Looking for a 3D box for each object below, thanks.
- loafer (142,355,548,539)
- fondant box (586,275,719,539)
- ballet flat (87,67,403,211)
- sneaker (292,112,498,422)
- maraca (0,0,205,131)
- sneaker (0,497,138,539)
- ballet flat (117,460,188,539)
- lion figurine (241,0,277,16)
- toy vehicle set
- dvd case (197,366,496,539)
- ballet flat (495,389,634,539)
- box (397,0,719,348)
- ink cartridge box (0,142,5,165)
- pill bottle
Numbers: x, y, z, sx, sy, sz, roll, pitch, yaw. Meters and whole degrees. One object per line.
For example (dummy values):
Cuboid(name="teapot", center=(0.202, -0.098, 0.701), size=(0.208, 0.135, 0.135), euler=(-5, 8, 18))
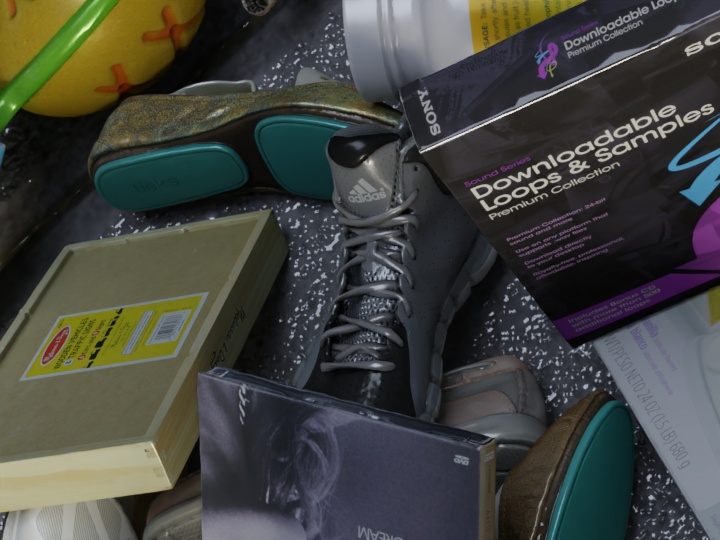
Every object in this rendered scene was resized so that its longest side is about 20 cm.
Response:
Cuboid(name="loafer", center=(-0.006, 0.093, 0.910), size=(0.199, 0.072, 0.063), euler=(-15, 45, 10))
Cuboid(name="fondant box", center=(0.217, 0.033, 0.836), size=(0.199, 0.058, 0.145), euler=(-33, 58, 6))
Cuboid(name="ballet flat", center=(-0.047, -0.072, 1.000), size=(0.199, 0.071, 0.071), euler=(-4, 66, 22))
Cuboid(name="sneaker", center=(0.000, 0.000, 0.870), size=(0.075, 0.116, 0.201), euler=(1, 45, 25))
Cuboid(name="maraca", center=(-0.155, -0.131, 1.044), size=(0.107, 0.137, 0.200), euler=(41, 103, -10))
Cuboid(name="sneaker", center=(-0.099, 0.178, 0.856), size=(0.115, 0.075, 0.202), euler=(-27, 73, 58))
Cuboid(name="ballet flat", center=(-0.139, 0.151, 0.938), size=(0.068, 0.063, 0.201), euler=(10, 72, 29))
Cuboid(name="lion figurine", center=(0.001, -0.193, 1.031), size=(0.199, 0.073, 0.123), euler=(6, 41, 11))
Cuboid(name="toy vehicle set", center=(-0.119, 0.041, 0.935), size=(0.124, 0.027, 0.200), euler=(-9, 29, 21))
Cuboid(name="dvd case", center=(-0.009, 0.151, 0.825), size=(0.148, 0.016, 0.201), euler=(12, 110, 35))
Cuboid(name="ballet flat", center=(0.072, 0.150, 0.846), size=(0.072, 0.068, 0.201), euler=(-2, 77, 37))
Cuboid(name="box", center=(0.115, -0.044, 0.765), size=(0.142, 0.200, 0.036), euler=(-25, 58, 13))
Cuboid(name="ink cartridge box", center=(-0.300, 0.007, 0.985), size=(0.146, 0.146, 0.201), euler=(23, 105, 30))
Cuboid(name="pill bottle", center=(0.096, -0.126, 0.919), size=(0.199, 0.104, 0.105), euler=(-4, 66, 13))
